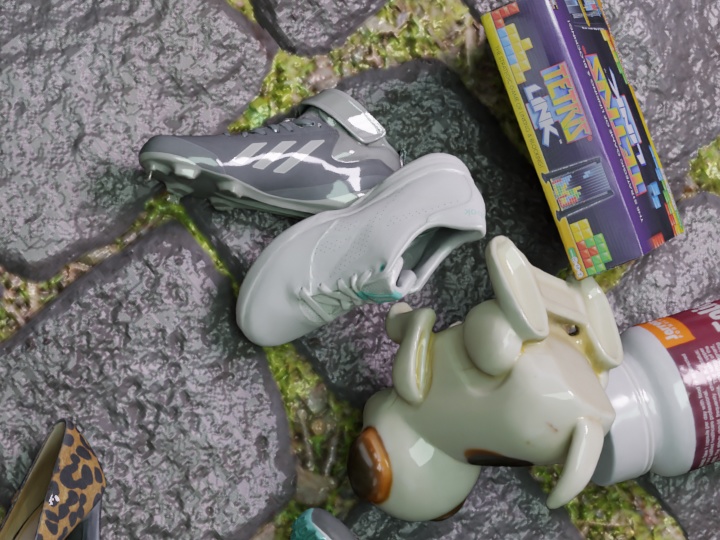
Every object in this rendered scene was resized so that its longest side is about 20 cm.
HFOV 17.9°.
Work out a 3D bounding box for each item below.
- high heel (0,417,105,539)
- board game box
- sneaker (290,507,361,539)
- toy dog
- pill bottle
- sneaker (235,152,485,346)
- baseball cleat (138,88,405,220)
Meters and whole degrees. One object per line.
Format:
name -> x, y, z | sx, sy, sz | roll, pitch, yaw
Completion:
high heel -> -0.247, 0.177, 1.527 | 0.199, 0.071, 0.144 | -4, 90, -55
board game box -> 0.164, -0.104, 1.657 | 0.056, 0.165, 0.201 | -20, 91, 19
sneaker -> 0.035, 0.231, 1.644 | 0.200, 0.077, 0.091 | 44, 59, -11
toy dog -> 0.083, 0.102, 1.613 | 0.139, 0.200, 0.195 | 10, 52, -52
pill bottle -> 0.253, 0.085, 1.689 | 0.199, 0.114, 0.115 | -16, 89, -17
sneaker -> 0.000, 0.000, 1.606 | 0.200, 0.089, 0.075 | -36, 132, 10
baseball cleat -> -0.062, -0.087, 1.648 | 0.199, 0.070, 0.107 | 16, 74, -24
